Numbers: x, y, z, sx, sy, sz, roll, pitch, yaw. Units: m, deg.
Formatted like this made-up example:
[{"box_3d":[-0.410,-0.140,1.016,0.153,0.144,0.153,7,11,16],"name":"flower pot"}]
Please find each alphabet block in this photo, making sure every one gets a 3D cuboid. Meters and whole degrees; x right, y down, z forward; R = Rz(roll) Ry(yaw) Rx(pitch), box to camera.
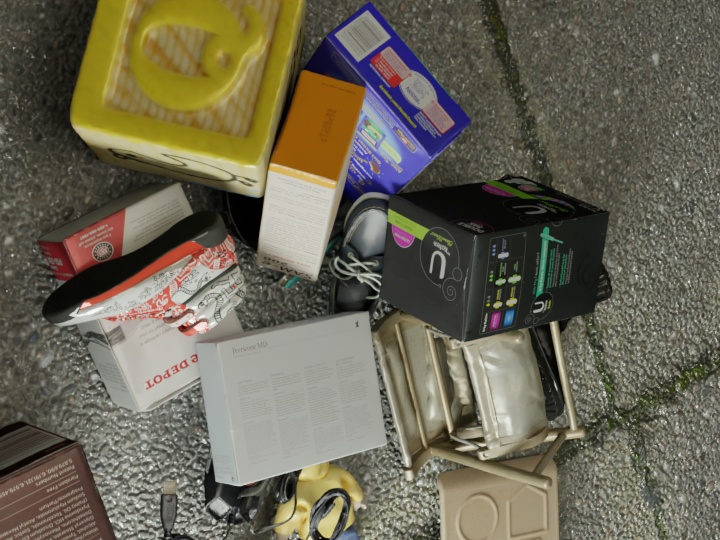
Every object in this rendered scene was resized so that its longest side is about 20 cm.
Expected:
[{"box_3d":[-0.164,-0.197,1.431,0.195,0.200,0.197,11,84,0],"name":"alphabet block"}]

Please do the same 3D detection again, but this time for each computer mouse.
[{"box_3d":[-0.078,0.313,1.598,0.059,0.034,0.200,42,106,-3],"name":"computer mouse"},{"box_3d":[-0.164,0.230,1.565,0.140,0.046,0.200,19,74,-42],"name":"computer mouse"}]

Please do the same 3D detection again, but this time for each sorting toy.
[{"box_3d":[0.174,0.343,1.811,0.185,0.036,0.200,-5,90,-32],"name":"sorting toy"}]

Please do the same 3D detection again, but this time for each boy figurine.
[{"box_3d":[-0.053,0.273,1.643,0.124,0.064,0.200,-26,105,-29],"name":"boy figurine"}]

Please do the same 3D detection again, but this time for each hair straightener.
[{"box_3d":[-0.075,0.200,1.572,0.077,0.041,0.200,23,64,-5],"name":"hair straightener"}]

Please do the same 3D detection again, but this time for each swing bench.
[{"box_3d":[0.137,0.134,1.682,0.130,0.200,0.199,-41,124,-52],"name":"swing bench"}]

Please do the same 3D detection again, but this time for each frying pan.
[{"box_3d":[-0.129,-0.050,1.559,0.115,0.031,0.190,59,38,-28],"name":"frying pan"}]

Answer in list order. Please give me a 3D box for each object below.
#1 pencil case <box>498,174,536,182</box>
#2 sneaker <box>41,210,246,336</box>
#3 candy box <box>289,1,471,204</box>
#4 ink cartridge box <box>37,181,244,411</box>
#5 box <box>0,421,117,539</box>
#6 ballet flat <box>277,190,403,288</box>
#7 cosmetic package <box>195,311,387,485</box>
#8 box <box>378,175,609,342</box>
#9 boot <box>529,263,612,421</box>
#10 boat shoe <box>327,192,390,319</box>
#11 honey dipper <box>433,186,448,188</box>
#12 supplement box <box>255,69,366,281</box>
[{"box_3d":[0.130,-0.037,1.686,0.200,0.089,0.078,-35,96,-20],"name":"pencil case"},{"box_3d":[-0.208,0.032,1.431,0.201,0.067,0.108,-30,122,-17],"name":"sneaker"},{"box_3d":[0.008,-0.168,1.554,0.077,0.200,0.169,-40,90,-27],"name":"candy box"},{"box_3d":[-0.227,0.026,1.508,0.147,0.083,0.200,-30,107,-28],"name":"ink cartridge box"},{"box_3d":[-0.341,0.277,1.398,0.164,0.166,0.200,-25,104,-30],"name":"box"},{"box_3d":[-0.036,-0.055,1.649,0.200,0.067,0.064,-38,84,-26],"name":"ballet flat"},{"box_3d":[-0.071,0.133,1.534,0.200,0.052,0.151,-10,96,-37],"name":"cosmetic package"},{"box_3d":[0.144,-0.017,1.555,0.200,0.148,0.125,-11,115,-36],"name":"box"},{"box_3d":[0.254,0.068,1.819,0.158,0.079,0.211,-27,106,-29],"name":"boot"},{"box_3d":[0.000,0.000,1.603,0.075,0.200,0.062,20,43,-1],"name":"boat shoe"},{"box_3d":[0.099,-0.002,1.746,0.038,0.038,0.200,3,94,-33],"name":"honey dipper"},{"box_3d":[-0.055,-0.096,1.500,0.073,0.200,0.126,16,58,1],"name":"supplement box"}]
